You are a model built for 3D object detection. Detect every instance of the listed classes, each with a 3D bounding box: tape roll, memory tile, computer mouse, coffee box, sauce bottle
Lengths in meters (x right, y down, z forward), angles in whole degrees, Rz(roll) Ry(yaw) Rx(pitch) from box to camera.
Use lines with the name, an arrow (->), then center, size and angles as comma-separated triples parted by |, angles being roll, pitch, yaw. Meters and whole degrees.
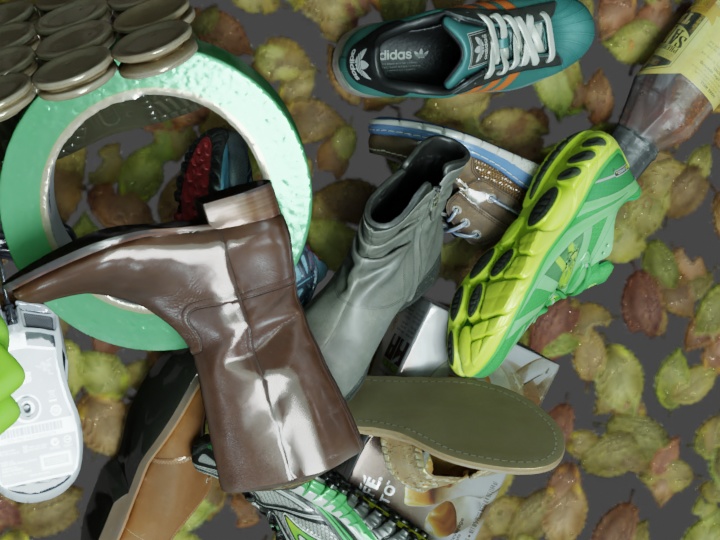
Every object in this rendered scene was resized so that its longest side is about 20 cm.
tape roll -> -0.131, -0.050, 1.037 | 0.199, 0.048, 0.202 | -2, 109, -6
memory tile -> -0.178, -0.147, 1.003 | 0.152, 0.200, 0.017 | -19, 118, -1
computer mouse -> -0.242, 0.060, 1.110 | 0.109, 0.044, 0.201 | -8, 96, -19
coffee box -> 0.046, 0.130, 1.180 | 0.114, 0.080, 0.201 | 26, 91, -16
sauce bottle -> 0.243, -0.143, 1.199 | 0.066, 0.066, 0.200 | 41, 85, -18

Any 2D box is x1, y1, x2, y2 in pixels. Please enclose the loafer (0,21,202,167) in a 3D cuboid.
loafer -> -0.195, -0.125, 1.079 | 0.199, 0.068, 0.076 | -11, 147, -3

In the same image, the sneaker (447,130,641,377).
sneaker -> 0.134, -0.002, 1.119 | 0.083, 0.074, 0.200 | 40, 80, -24

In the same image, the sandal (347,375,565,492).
sandal -> 0.039, 0.117, 1.101 | 0.210, 0.078, 0.070 | 13, 130, 18

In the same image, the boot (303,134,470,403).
boot -> 0.000, 0.000, 1.070 | 0.067, 0.131, 0.200 | 30, 55, 14

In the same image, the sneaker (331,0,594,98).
sneaker -> 0.084, -0.156, 1.143 | 0.199, 0.080, 0.072 | -13, 102, -14

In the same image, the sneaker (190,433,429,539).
sneaker -> -0.034, 0.178, 1.090 | 0.200, 0.078, 0.085 | 36, 91, -8

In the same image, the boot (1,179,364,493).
boot -> -0.108, 0.064, 1.005 | 0.185, 0.064, 0.201 | -17, 101, -3

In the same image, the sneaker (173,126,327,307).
sneaker -> -0.073, -0.008, 1.138 | 0.095, 0.079, 0.201 | -16, 110, -26

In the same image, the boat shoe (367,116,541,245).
boat shoe -> 0.090, -0.055, 1.166 | 0.199, 0.072, 0.073 | 19, 92, -18

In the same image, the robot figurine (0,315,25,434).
robot figurine -> -0.307, 0.036, 1.023 | 0.200, 0.176, 0.116 | 40, 54, 14

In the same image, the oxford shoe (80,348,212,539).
oxford shoe -> -0.130, 0.124, 1.128 | 0.071, 0.071, 0.201 | 17, 116, -22
